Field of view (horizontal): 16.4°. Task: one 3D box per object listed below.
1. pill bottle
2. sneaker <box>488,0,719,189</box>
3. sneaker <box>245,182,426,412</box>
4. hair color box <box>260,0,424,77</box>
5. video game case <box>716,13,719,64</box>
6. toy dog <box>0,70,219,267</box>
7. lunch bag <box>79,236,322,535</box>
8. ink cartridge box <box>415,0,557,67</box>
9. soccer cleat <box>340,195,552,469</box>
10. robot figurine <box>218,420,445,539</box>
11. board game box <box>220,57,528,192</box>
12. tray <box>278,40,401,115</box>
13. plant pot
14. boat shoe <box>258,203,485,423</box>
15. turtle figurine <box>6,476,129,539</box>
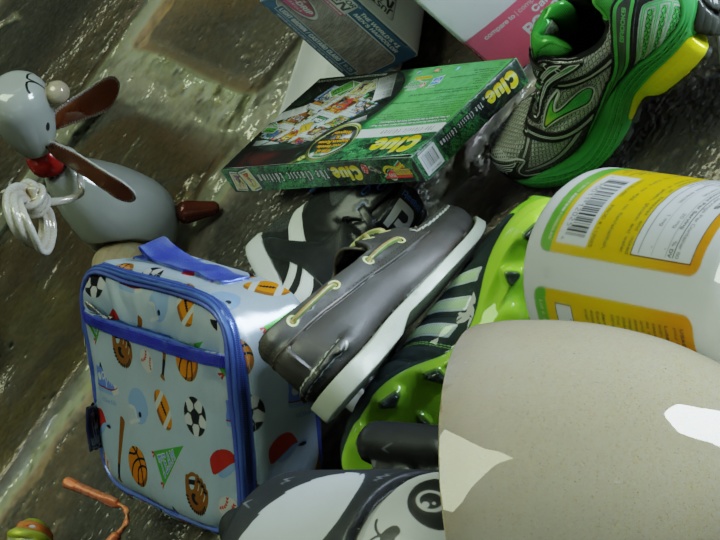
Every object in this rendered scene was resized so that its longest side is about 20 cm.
[{"bbox_3d":[0.185,0.011,1.258,0.200,0.111,0.111,12,68,53],"label":"pill bottle"},{"bbox_3d":[0.125,-0.120,1.442,0.200,0.085,0.078,129,150,-48],"label":"sneaker"},{"bbox_3d":[0.000,0.000,1.515,0.112,0.073,0.200,-44,35,9],"label":"sneaker"},{"bbox_3d":[-0.002,-0.235,1.672,0.060,0.100,0.200,-23,43,35],"label":"hair color box"},{"bbox_3d":[0.271,-0.167,1.351,0.182,0.022,0.200,-20,64,37],"label":"video game case"},{"bbox_3d":[-0.166,-0.063,1.690,0.096,0.200,0.132,-21,67,13],"label":"toy dog"},{"bbox_3d":[-0.101,0.066,1.496,0.200,0.076,0.160,14,114,54],"label":"lunch bag"},{"bbox_3d":[0.043,-0.236,1.570,0.083,0.200,0.147,-39,37,18],"label":"ink cartridge box"},{"bbox_3d":[0.060,0.042,1.426,0.200,0.068,0.081,-52,10,6],"label":"soccer cleat"},{"bbox_3d":[0.002,0.164,1.311,0.200,0.125,0.150,-4,99,47],"label":"robot figurine"},{"bbox_3d":[0.006,-0.090,1.560,0.105,0.023,0.200,-42,24,-29],"label":"board game box"},{"bbox_3d":[-0.002,-0.142,1.695,0.107,0.022,0.200,-14,49,43],"label":"tray"},{"bbox_3d":[0.134,0.112,1.172,0.134,0.200,0.200,-12,48,21],"label":"plant pot"},{"bbox_3d":[0.010,0.009,1.423,0.072,0.061,0.201,-54,-3,38],"label":"boat shoe"},{"bbox_3d":[-0.222,0.223,1.571,0.200,0.064,0.161,-12,57,32],"label":"turtle figurine"}]
